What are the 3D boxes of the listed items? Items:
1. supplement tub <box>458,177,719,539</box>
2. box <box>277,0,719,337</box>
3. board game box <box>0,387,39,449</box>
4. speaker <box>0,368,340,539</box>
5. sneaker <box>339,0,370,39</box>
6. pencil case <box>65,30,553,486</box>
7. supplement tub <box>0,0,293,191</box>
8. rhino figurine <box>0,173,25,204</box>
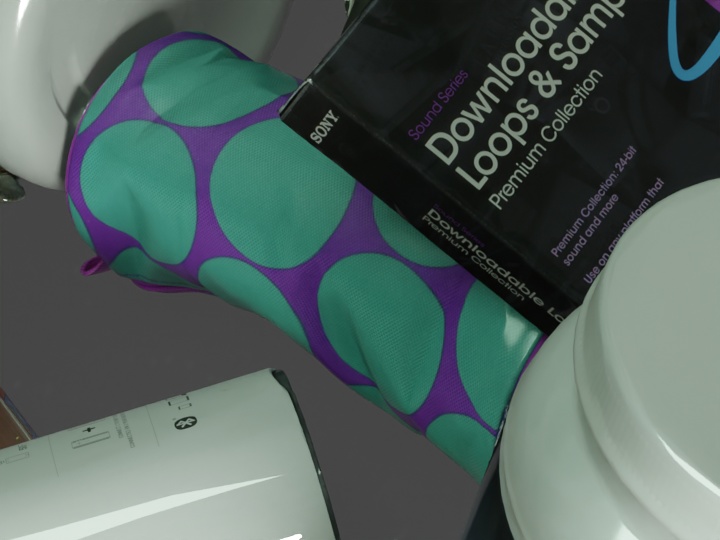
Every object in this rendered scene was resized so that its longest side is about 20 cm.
[{"bbox_3d":[0.092,0.088,0.697,0.140,0.200,0.141,9,44,-9],"label":"supplement tub"},{"bbox_3d":[0.095,-0.036,0.796,0.200,0.036,0.143,38,65,-1],"label":"box"},{"bbox_3d":[-0.120,0.120,0.890,0.103,0.019,0.200,-40,57,-3],"label":"board game box"},{"bbox_3d":[-0.108,0.094,0.828,0.199,0.081,0.081,-17,58,-7],"label":"speaker"},{"bbox_3d":[0.007,-0.117,0.888,0.088,0.074,0.200,21,39,2],"label":"sneaker"},{"bbox_3d":[0.000,0.000,0.865,0.200,0.085,0.093,30,111,32],"label":"pencil case"},{"bbox_3d":[-0.133,-0.131,0.950,0.200,0.145,0.145,33,80,32],"label":"supplement tub"},{"bbox_3d":[-0.167,-0.040,0.888,0.060,0.088,0.200,-45,29,-16],"label":"rhino figurine"}]
